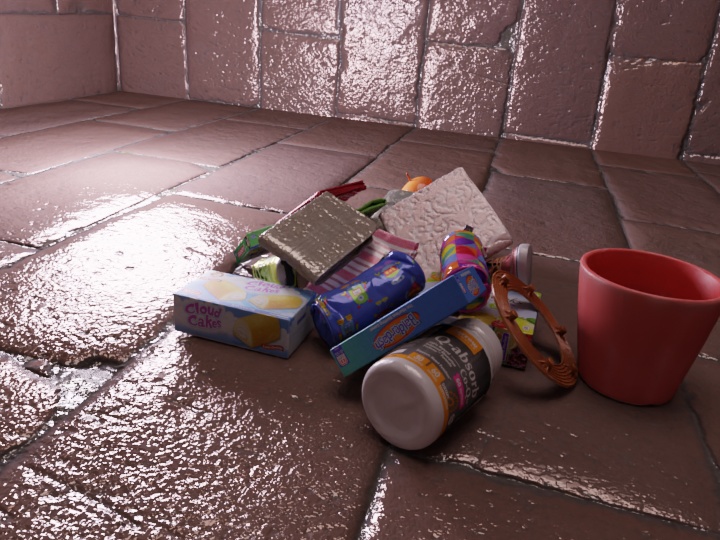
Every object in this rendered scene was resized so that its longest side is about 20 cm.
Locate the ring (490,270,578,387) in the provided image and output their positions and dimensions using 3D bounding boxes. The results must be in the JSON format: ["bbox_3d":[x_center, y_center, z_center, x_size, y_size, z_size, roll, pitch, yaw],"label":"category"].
[{"bbox_3d":[0.267,0.081,0.946,0.199,0.019,0.202,35,32,-25],"label":"ring"}]

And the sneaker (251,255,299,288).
[{"bbox_3d":[-0.151,0.009,1.113,0.075,0.077,0.200,-10,1,-10],"label":"sneaker"}]

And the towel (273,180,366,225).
[{"bbox_3d":[-0.092,-0.121,1.270,0.199,0.023,0.144,-30,-6,43],"label":"towel"}]

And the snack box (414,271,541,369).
[{"bbox_3d":[0.191,0.076,1.048,0.197,0.069,0.169,13,24,17],"label":"snack box"}]

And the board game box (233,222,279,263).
[{"bbox_3d":[-0.145,-0.073,1.250,0.198,0.029,0.134,-21,-4,-25],"label":"board game box"}]

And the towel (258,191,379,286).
[{"bbox_3d":[-0.066,-0.058,1.069,0.132,0.035,0.200,34,43,17],"label":"towel"}]

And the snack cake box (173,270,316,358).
[{"bbox_3d":[-0.181,0.065,0.999,0.197,0.068,0.115,11,24,14],"label":"snack cake box"}]

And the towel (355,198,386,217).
[{"bbox_3d":[-0.052,-0.085,1.260,0.148,0.031,0.199,-27,-4,-39],"label":"towel"}]

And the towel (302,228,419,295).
[{"bbox_3d":[0.000,0.000,1.094,0.145,0.030,0.201,23,58,17],"label":"towel"}]

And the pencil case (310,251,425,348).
[{"bbox_3d":[0.010,0.040,1.000,0.199,0.078,0.087,-32,76,-24],"label":"pencil case"}]

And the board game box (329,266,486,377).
[{"bbox_3d":[0.071,0.068,0.873,0.199,0.045,0.152,-33,-6,20],"label":"board game box"}]

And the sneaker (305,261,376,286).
[{"bbox_3d":[-0.001,0.013,1.171,0.197,0.080,0.095,5,10,-3],"label":"sneaker"}]

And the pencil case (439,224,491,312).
[{"bbox_3d":[0.174,-0.005,1.046,0.087,0.090,0.200,7,23,5],"label":"pencil case"}]

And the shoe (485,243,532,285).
[{"bbox_3d":[0.262,0.005,1.141,0.090,0.072,0.200,7,-17,17],"label":"shoe"}]

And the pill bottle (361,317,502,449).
[{"bbox_3d":[0.101,0.137,0.816,0.115,0.118,0.199,19,27,32],"label":"pill bottle"}]

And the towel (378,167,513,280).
[{"bbox_3d":[0.157,-0.078,1.200,0.198,0.032,0.192,-29,64,-1],"label":"towel"}]

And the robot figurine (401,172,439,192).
[{"bbox_3d":[0.163,-0.133,1.423,0.199,0.117,0.144,38,-5,2],"label":"robot figurine"}]

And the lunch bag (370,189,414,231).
[{"bbox_3d":[0.110,-0.067,1.306,0.198,0.141,0.168,14,41,23],"label":"lunch bag"}]

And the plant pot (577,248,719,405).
[{"bbox_3d":[0.408,0.084,0.925,0.197,0.180,0.201,4,21,-2],"label":"plant pot"}]
